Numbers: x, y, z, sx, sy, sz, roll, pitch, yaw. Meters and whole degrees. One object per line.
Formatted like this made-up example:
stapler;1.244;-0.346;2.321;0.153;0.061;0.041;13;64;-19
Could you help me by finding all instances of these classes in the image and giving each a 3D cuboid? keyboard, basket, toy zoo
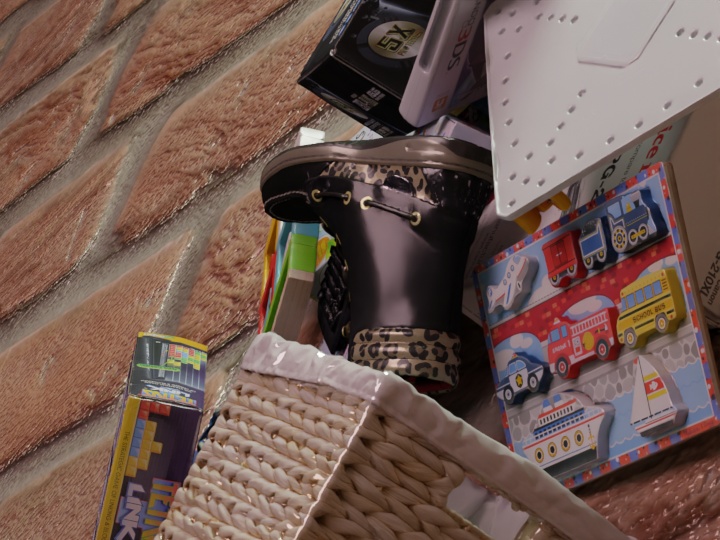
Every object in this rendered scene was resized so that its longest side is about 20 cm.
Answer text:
keyboard;-0.017;-0.007;1.825;0.200;0.040;0.104;-129;62;-82
basket;0.009;0.157;1.494;0.161;0.198;0.200;-58;22;-8
toy zoo;-0.052;-0.013;1.966;0.200;0.020;0.131;-87;11;-49

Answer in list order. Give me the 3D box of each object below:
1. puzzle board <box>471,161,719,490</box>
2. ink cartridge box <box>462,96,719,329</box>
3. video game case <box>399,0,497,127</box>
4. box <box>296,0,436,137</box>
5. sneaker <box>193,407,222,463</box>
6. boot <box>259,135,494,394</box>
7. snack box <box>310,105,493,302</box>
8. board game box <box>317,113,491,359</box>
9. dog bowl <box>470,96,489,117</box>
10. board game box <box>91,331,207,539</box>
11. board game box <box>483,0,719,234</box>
puzzle board;0.130;0.041;1.533;0.200;0.017;0.151;-32;64;55
ink cartridge box;0.160;-0.033;1.636;0.200;0.084;0.145;-13;45;58
video game case;0.124;-0.191;1.723;0.200;0.023;0.182;-27;-28;-34
box;0.051;-0.201;1.857;0.200;0.086;0.164;-59;7;-6
sneaker;-0.082;0.125;1.890;0.200;0.077;0.076;-22;38;57
boot;-0.001;0.000;1.664;0.204;0.073;0.154;-5;73;50
snack box;0.037;-0.074;1.992;0.200;0.053;0.142;-42;24;25
board game box;0.031;-0.009;1.797;0.200;0.041;0.200;-115;48;-82
dog bowl;0.147;-0.176;1.893;0.200;0.050;0.111;-51;14;-26
board game box;-0.152;0.160;1.853;0.165;0.057;0.200;-103;26;-75
board game box;0.161;-0.136;1.557;0.200;0.026;0.200;-31;35;25
